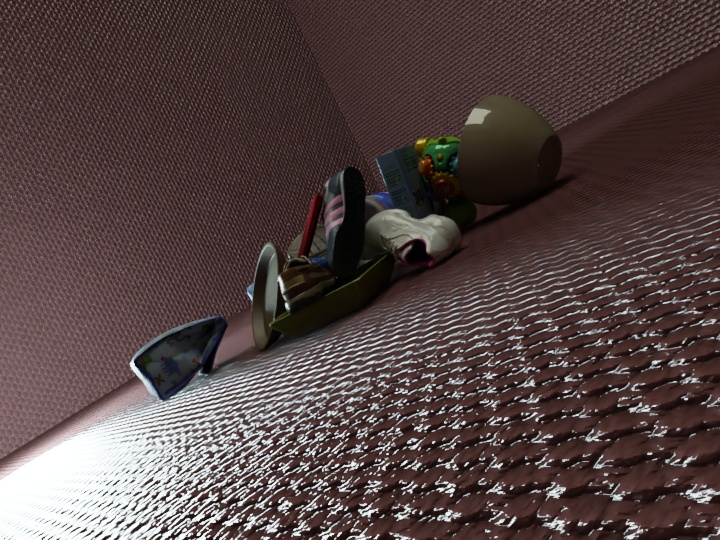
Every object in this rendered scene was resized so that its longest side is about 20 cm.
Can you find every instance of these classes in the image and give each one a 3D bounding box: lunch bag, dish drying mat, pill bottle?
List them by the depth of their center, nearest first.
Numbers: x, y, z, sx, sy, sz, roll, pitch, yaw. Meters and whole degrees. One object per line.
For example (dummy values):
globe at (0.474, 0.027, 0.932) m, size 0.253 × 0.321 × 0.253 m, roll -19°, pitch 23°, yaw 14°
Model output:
dish drying mat at (-0.101, -0.039, 1.228) m, size 0.018 × 0.205 × 0.077 m, roll 14°, pitch 8°, yaw -10°
pill bottle at (0.036, -0.093, 1.320) m, size 0.110 × 0.114 × 0.200 m, roll -27°, pitch 2°, yaw 23°
lunch bag at (-0.375, 0.174, 1.421) m, size 0.199 × 0.128 × 0.169 m, roll -42°, pitch 9°, yaw -23°

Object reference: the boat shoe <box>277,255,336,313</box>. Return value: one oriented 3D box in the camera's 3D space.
boat shoe at (-0.090, 0.011, 1.115) m, size 0.074 × 0.075 × 0.200 m, roll -28°, pitch 5°, yaw 8°

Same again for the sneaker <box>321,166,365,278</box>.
sneaker at (-0.038, -0.079, 1.195) m, size 0.069 × 0.206 × 0.081 m, roll 22°, pitch -25°, yaw -36°

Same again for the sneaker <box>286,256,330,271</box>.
sneaker at (-0.106, 0.004, 1.293) m, size 0.198 × 0.080 × 0.066 m, roll -24°, pitch 4°, yaw 41°

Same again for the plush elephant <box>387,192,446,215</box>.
plush elephant at (0.130, -0.163, 1.640) m, size 0.151 × 0.169 × 0.199 m, roll 17°, pitch 7°, yaw 22°

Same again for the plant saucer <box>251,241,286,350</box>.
plant saucer at (-0.172, 0.049, 1.277) m, size 0.029 × 0.206 × 0.199 m, roll 5°, pitch -9°, yaw -21°

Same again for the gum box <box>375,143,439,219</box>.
gum box at (0.102, -0.137, 1.304) m, size 0.044 × 0.205 × 0.170 m, roll -19°, pitch 8°, yaw 20°

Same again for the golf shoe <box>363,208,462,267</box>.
golf shoe at (0.071, -0.052, 1.132) m, size 0.196 × 0.077 × 0.092 m, roll 6°, pitch 40°, yaw 41°

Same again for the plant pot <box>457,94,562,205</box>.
plant pot at (0.286, -0.209, 1.222) m, size 0.133 × 0.205 × 0.198 m, roll 20°, pitch 40°, yaw 41°

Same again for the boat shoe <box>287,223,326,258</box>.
boat shoe at (-0.062, -0.064, 1.430) m, size 0.197 × 0.072 × 0.066 m, roll -32°, pitch -31°, yaw -14°

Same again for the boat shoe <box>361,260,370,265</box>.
boat shoe at (0.000, 0.000, 1.404) m, size 0.198 × 0.071 × 0.066 m, roll 0°, pitch 63°, yaw 58°

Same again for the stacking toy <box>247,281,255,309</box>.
stacking toy at (-0.224, 0.097, 1.616) m, size 0.109 × 0.117 × 0.200 m, roll -31°, pitch -9°, yaw -32°

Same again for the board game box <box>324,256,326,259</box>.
board game box at (0.010, -0.062, 1.512) m, size 0.197 × 0.138 × 0.034 m, roll -28°, pitch 4°, yaw 3°

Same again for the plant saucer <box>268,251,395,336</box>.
plant saucer at (-0.036, 0.046, 1.170) m, size 0.197 × 0.049 × 0.200 m, roll -28°, pitch 5°, yaw 27°

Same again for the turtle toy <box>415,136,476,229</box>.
turtle toy at (0.182, -0.174, 1.311) m, size 0.142 × 0.202 × 0.102 m, roll 1°, pitch 47°, yaw 30°

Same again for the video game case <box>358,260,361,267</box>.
video game case at (-0.082, 0.035, 1.352) m, size 0.197 × 0.018 × 0.145 m, roll -29°, pitch 33°, yaw 25°
